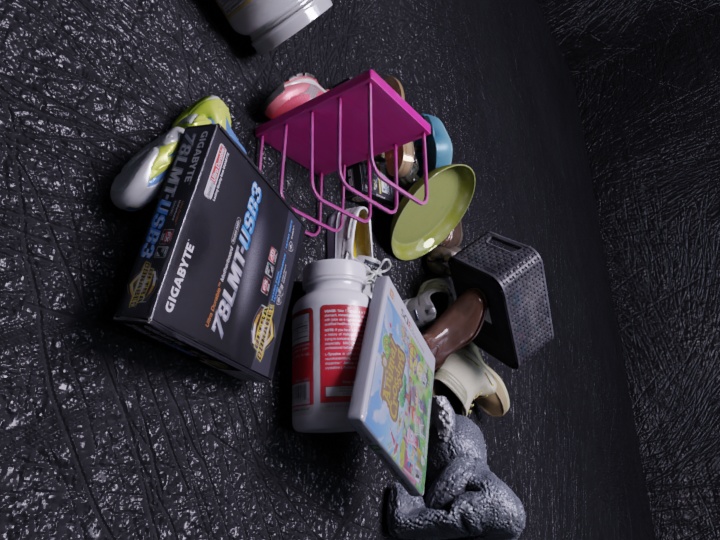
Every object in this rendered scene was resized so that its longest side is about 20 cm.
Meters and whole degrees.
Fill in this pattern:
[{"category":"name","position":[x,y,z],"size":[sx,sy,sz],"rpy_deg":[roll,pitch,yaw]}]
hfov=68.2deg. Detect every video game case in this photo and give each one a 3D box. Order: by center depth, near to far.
[{"category":"video game case","position":[0.048,0.141,0.658],"size":[0.183,0.022,0.202],"rpy_deg":[58,32,-37]}]

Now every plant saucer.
[{"category":"plant saucer","position":[0.122,-0.107,0.942],"size":[0.031,0.201,0.199],"rpy_deg":[45,21,30]}]

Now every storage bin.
[{"category":"storage bin","position":[0.243,0.051,0.922],"size":[0.093,0.135,0.202],"rpy_deg":[-33,123,-18]}]

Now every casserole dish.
[{"category":"casserole dish","position":[0.130,-0.193,0.982],"size":[0.202,0.038,0.123],"rpy_deg":[94,-15,-51]}]

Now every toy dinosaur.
[{"category":"toy dinosaur","position":[0.073,-0.182,0.912],"size":[0.199,0.047,0.090],"rpy_deg":[26,64,-47]}]

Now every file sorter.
[{"category":"file sorter","position":[-0.025,-0.134,0.695],"size":[0.138,0.197,0.128],"rpy_deg":[23,61,-49]}]

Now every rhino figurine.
[{"category":"rhino figurine","position":[0.205,-0.016,1.069],"size":[0.198,0.087,0.061],"rpy_deg":[0,105,-50]}]

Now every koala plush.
[{"category":"koala plush","position":[0.151,0.309,0.815],"size":[0.178,0.182,0.202],"rpy_deg":[48,30,-34]}]

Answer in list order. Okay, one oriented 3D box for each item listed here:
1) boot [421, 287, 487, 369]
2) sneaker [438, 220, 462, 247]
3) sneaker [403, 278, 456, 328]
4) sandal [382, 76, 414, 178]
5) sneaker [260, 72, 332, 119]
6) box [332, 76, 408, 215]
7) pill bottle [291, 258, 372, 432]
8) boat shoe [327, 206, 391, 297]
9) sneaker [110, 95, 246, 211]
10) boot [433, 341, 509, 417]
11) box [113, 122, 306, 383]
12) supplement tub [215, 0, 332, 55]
[{"category":"boot","position":[0.102,0.105,0.821],"size":[0.064,0.188,0.199],"rpy_deg":[42,21,29]},{"category":"sneaker","position":[0.164,-0.144,1.087],"size":[0.075,0.070,0.204],"rpy_deg":[-3,79,-54]},{"category":"sneaker","position":[0.141,0.061,0.958],"size":[0.199,0.081,0.076],"rpy_deg":[-30,102,-56]},{"category":"sandal","position":[0.028,-0.240,0.837],"size":[0.069,0.078,0.215],"rpy_deg":[8,53,-28]},{"category":"sneaker","position":[-0.058,-0.223,0.773],"size":[0.199,0.073,0.088],"rpy_deg":[-15,73,-57]},{"category":"box","position":[0.023,-0.210,0.928],"size":[0.160,0.049,0.204],"rpy_deg":[8,71,-53]},{"category":"pill bottle","position":[-0.031,0.095,0.668],"size":[0.112,0.111,0.204],"rpy_deg":[22,60,-50]},{"category":"boat shoe","position":[0.003,0.000,0.778],"size":[0.074,0.085,0.206],"rpy_deg":[23,58,-49]},{"category":"sneaker","position":[-0.175,-0.106,0.572],"size":[0.106,0.075,0.202],"rpy_deg":[54,38,-28]},{"category":"boot","position":[0.203,0.232,0.991],"size":[0.202,0.071,0.155],"rpy_deg":[56,36,-14]},{"category":"box","position":[-0.135,-0.007,0.550],"size":[0.199,0.049,0.203],"rpy_deg":[53,43,-57]},{"category":"supplement tub","position":[-0.138,-0.403,0.683],"size":[0.201,0.144,0.146],"rpy_deg":[55,38,-25]}]
